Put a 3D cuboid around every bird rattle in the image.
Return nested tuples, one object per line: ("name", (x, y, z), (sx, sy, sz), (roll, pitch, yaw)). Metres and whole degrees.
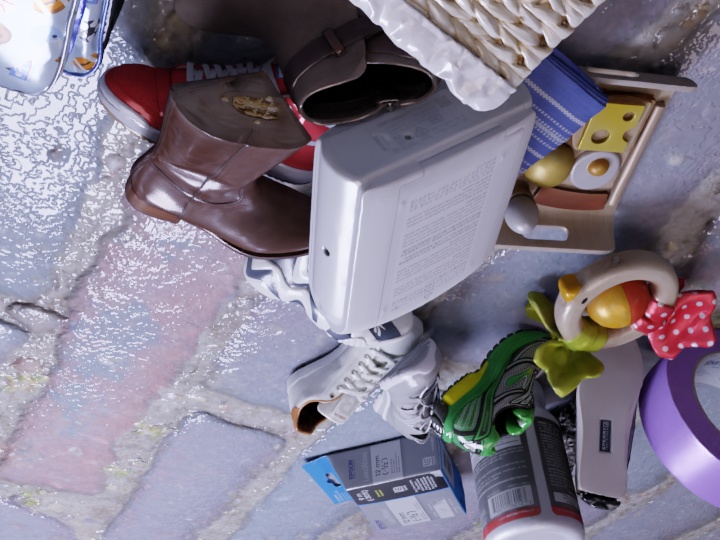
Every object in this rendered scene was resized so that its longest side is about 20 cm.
("bird rattle", (0.270, 0.045, 0.896), (0.197, 0.114, 0.164), (-11, 141, 7))

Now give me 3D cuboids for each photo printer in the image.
("photo printer", (0.039, -0.041, 0.661), (0.165, 0.070, 0.201), (-27, 150, -22))

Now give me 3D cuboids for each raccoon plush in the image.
("raccoon plush", (0.247, 0.253, 1.120), (0.095, 0.135, 0.201), (7, 139, -11))

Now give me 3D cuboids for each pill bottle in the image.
("pill bottle", (0.191, 0.234, 1.042), (0.114, 0.202, 0.117), (-2, 140, -2))

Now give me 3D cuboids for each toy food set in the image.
("toy food set", (0.190, -0.092, 0.769), (0.141, 0.061, 0.201), (3, 140, -8))

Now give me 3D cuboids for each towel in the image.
("towel", (0.081, -0.111, 0.699), (0.144, 0.024, 0.199), (26, 131, -34))

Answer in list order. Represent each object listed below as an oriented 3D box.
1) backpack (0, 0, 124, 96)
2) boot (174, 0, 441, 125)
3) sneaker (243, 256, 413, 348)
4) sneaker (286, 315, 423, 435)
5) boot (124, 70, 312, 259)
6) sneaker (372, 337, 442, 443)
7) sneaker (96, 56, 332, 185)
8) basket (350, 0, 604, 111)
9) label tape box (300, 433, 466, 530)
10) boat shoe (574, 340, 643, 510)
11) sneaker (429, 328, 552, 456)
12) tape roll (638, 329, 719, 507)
("backpack", (-0.234, -0.214, 0.530), (0.189, 0.155, 0.200), (22, 137, -14))
("boot", (-0.037, -0.161, 0.601), (0.197, 0.148, 0.070), (-12, 144, 9))
("sneaker", (0.000, 0.000, 0.844), (0.198, 0.080, 0.129), (33, 137, -23))
("sneaker", (-0.003, 0.125, 0.989), (0.072, 0.085, 0.199), (31, 125, -33))
("boot", (-0.067, -0.071, 0.635), (0.184, 0.065, 0.200), (9, 160, -25))
("sneaker", (0.069, 0.137, 0.968), (0.075, 0.082, 0.200), (-41, 166, -17))
("sneaker", (-0.094, -0.140, 0.680), (0.198, 0.072, 0.112), (14, 141, -31))
("basket", (0.051, -0.239, 0.481), (0.199, 0.200, 0.160), (31, 127, -34))
("label tape box", (0.034, 0.301, 1.214), (0.198, 0.067, 0.144), (-16, 138, 11))
("boat shoe", (0.279, 0.174, 1.014), (0.074, 0.203, 0.093), (10, 165, 10))
("sneaker", (0.164, 0.138, 0.961), (0.085, 0.199, 0.079), (31, 137, 28))
("tape roll", (0.417, 0.166, 0.982), (0.197, 0.202, 0.066), (8, 138, -14))
